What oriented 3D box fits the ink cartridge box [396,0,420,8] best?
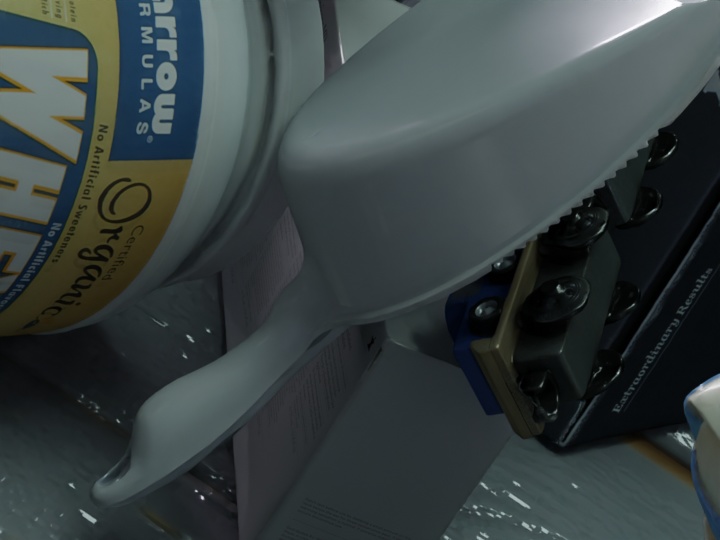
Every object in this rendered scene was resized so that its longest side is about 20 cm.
[{"bbox_3d":[0.014,-0.168,0.929,0.083,0.147,0.200,43,10,29],"label":"ink cartridge box"}]

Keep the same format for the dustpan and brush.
[{"bbox_3d":[0.006,-0.014,0.666,0.057,0.199,0.140,59,-5,-19],"label":"dustpan and brush"}]

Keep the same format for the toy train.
[{"bbox_3d":[0.057,-0.028,0.709,0.034,0.046,0.200,63,29,-30],"label":"toy train"}]

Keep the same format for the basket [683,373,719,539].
[{"bbox_3d":[0.157,0.094,0.542,0.177,0.139,0.200,55,-5,41],"label":"basket"}]

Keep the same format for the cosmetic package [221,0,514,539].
[{"bbox_3d":[0.000,0.000,0.773,0.050,0.083,0.200,21,30,-18],"label":"cosmetic package"}]

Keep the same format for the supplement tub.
[{"bbox_3d":[-0.120,-0.053,0.673,0.199,0.145,0.145,-4,43,-47],"label":"supplement tub"}]

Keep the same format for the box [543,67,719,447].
[{"bbox_3d":[0.127,-0.038,0.890,0.199,0.148,0.104,-4,43,-49],"label":"box"}]
